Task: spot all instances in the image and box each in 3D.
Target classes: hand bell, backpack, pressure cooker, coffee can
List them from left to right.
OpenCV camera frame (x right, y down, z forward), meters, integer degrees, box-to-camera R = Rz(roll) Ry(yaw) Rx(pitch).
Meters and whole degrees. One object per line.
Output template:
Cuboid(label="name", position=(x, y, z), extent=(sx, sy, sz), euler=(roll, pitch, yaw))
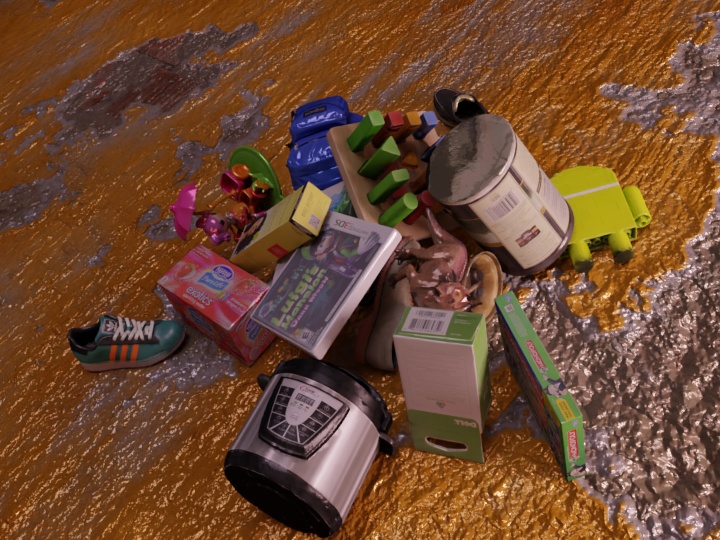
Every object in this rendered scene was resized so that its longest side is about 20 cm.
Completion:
Cuboid(label="pressure cooker", position=(-0.063, 0.211, 0.989), extent=(0.177, 0.176, 0.202), euler=(-15, 36, 51))
Cuboid(label="backpack", position=(-0.059, -0.199, 1.340), extent=(0.159, 0.170, 0.201), euler=(-20, 27, 10))
Cuboid(label="hand bell", position=(0.108, 0.018, 1.177), extent=(0.197, 0.105, 0.105), euler=(6, 50, 42))
Cuboid(label="coffee can", position=(0.206, -0.107, 1.123), extent=(0.144, 0.199, 0.149), euler=(-24, 45, 28))

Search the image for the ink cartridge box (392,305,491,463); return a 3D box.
Cuboid(label="ink cartridge box", position=(0.109, 0.146, 0.973), extent=(0.101, 0.204, 0.060), euler=(5, 37, 23))

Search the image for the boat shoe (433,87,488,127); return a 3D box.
Cuboid(label="boat shoe", position=(0.193, -0.297, 1.419), extent=(0.071, 0.067, 0.202), euler=(-28, 46, -5))

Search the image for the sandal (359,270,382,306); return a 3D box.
Cuboid(label="sandal", position=(0.001, -0.001, 1.243), extent=(0.075, 0.048, 0.201), euler=(-39, 33, 6))

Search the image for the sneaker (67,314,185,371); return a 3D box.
Cuboid(label="sneaker", position=(-0.391, 0.112, 1.266), extent=(0.195, 0.081, 0.073), euler=(-13, 46, 9))

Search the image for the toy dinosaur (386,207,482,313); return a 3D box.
Cuboid(label="toy dinosaur", position=(0.114, 0.006, 1.056), extent=(0.133, 0.086, 0.204), euler=(-13, 50, 40))

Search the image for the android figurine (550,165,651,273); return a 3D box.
Cuboid(label="android figurine", position=(0.350, -0.088, 1.190), extent=(0.178, 0.041, 0.203), euler=(-16, 48, 8))

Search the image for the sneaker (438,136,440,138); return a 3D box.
Cuboid(label="sneaker", position=(0.088, -0.159, 1.334), extent=(0.198, 0.081, 0.147), euler=(-35, 41, -8))

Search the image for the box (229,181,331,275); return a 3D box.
Cuboid(label="box", position=(-0.127, -0.060, 1.183), extent=(0.198, 0.050, 0.077), euler=(-27, 36, 48))

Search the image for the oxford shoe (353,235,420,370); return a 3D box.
Cuboid(label="oxford shoe", position=(0.059, 0.051, 1.138), extent=(0.073, 0.070, 0.205), euler=(18, 86, 25))

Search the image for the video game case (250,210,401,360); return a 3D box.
Cuboid(label="video game case", position=(-0.053, 0.011, 1.077), extent=(0.180, 0.023, 0.202), euler=(19, 71, 53))

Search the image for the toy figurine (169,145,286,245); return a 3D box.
Cuboid(label="toy figurine", position=(-0.231, -0.097, 1.321), extent=(0.182, 0.152, 0.200), euler=(-30, 67, -38))

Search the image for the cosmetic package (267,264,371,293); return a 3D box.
Cuboid(label="cosmetic package", position=(-0.047, -0.029, 1.234), extent=(0.197, 0.052, 0.153), euler=(-10, 45, 41))

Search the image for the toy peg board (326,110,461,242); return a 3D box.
Cuboid(label="toy peg board", position=(0.080, -0.158, 1.176), extent=(0.196, 0.098, 0.204), euler=(-16, 79, -31))

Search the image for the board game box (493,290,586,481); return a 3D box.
Cuboid(label="board game box", position=(0.225, 0.143, 0.966), extent=(0.028, 0.136, 0.202), euler=(-21, 45, 1))

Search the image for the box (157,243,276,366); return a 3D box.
Cuboid(label="box", position=(-0.223, 0.052, 1.247), extent=(0.198, 0.096, 0.103), euler=(28, 62, 37))

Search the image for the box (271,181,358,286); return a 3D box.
Cuboid(label="box", position=(-0.065, -0.042, 1.187), extent=(0.142, 0.036, 0.204), euler=(-21, 45, 33))
